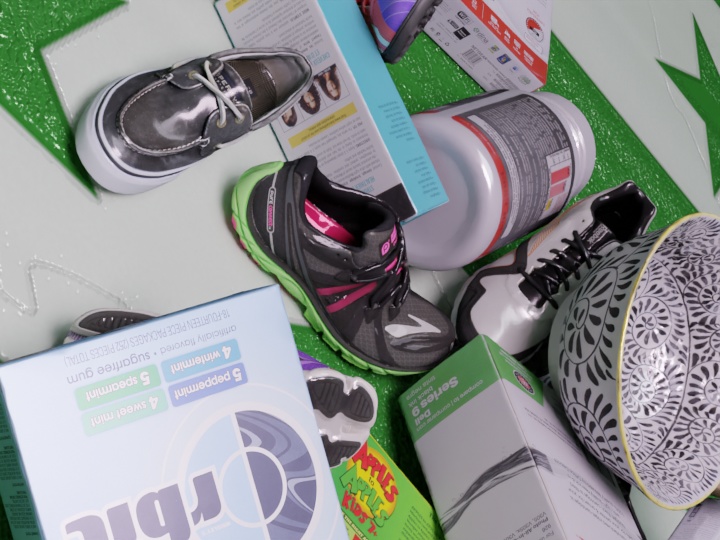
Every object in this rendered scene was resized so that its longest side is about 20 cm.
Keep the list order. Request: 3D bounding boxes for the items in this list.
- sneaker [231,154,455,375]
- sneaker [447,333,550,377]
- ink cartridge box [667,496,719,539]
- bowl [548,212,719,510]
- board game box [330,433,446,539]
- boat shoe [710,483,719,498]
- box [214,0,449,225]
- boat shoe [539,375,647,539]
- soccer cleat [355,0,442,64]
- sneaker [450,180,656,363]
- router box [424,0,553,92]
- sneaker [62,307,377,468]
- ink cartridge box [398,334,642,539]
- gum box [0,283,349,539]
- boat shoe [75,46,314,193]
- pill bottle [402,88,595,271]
[{"bbox_3d":[0.000,0.000,1.032,0.200,0.084,0.077,42,42,-28],"label":"sneaker"},{"bbox_3d":[0.136,0.048,1.185,0.199,0.079,0.076,-19,74,-32],"label":"sneaker"},{"bbox_3d":[0.237,0.297,1.124,0.200,0.040,0.201,-33,121,-56],"label":"ink cartridge box"},{"bbox_3d":[0.192,0.057,1.066,0.200,0.094,0.202,-9,102,-49],"label":"bowl"},{"bbox_3d":[0.023,0.200,0.973,0.200,0.047,0.102,51,37,-19],"label":"board game box"},{"bbox_3d":[0.256,0.132,1.191,0.072,0.200,0.065,27,86,-16],"label":"boat shoe"},{"bbox_3d":[-0.020,-0.119,1.079,0.049,0.082,0.201,-25,90,-54],"label":"box"},{"bbox_3d":[0.182,0.172,1.181,0.068,0.056,0.201,-3,73,-52],"label":"boat shoe"},{"bbox_3d":[0.011,-0.197,1.118,0.073,0.068,0.200,37,2,-10],"label":"soccer cleat"},{"bbox_3d":[0.141,-0.003,1.120,0.074,0.080,0.200,46,58,3],"label":"sneaker"},{"bbox_3d":[0.088,-0.272,1.334,0.200,0.049,0.180,39,43,-31],"label":"router box"},{"bbox_3d":[-0.088,0.068,0.907,0.199,0.083,0.081,20,98,-31],"label":"sneaker"},{"bbox_3d":[0.117,0.163,1.019,0.146,0.084,0.200,40,21,-38],"label":"ink cartridge box"},{"bbox_3d":[-0.094,0.125,0.804,0.169,0.044,0.201,-16,92,-35],"label":"gum box"},{"bbox_3d":[-0.102,-0.110,0.980,0.072,0.071,0.200,60,37,-6],"label":"boat shoe"},{"bbox_3d":[0.097,-0.076,1.172,0.200,0.116,0.116,-23,88,-54],"label":"pill bottle"}]
